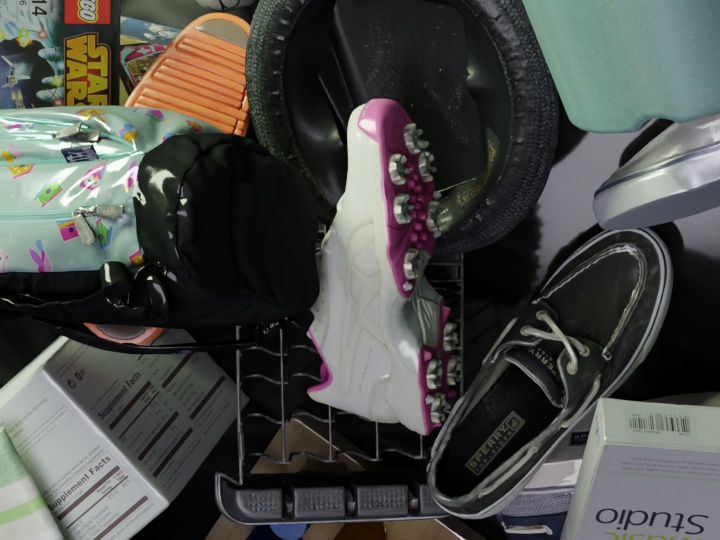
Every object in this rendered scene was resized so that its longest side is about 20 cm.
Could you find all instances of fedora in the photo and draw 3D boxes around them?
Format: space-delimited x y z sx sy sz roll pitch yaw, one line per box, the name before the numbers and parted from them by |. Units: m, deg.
fedora | 0.031 -0.111 1.519 0.200 0.092 0.201 8 119 15

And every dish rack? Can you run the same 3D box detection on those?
dish rack | -0.008 0.052 1.584 0.153 0.055 0.201 -1 94 -9

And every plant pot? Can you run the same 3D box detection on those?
plant pot | 0.152 -0.186 1.398 0.200 0.200 0.197 -11 107 21

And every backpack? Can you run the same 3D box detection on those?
backpack | -0.137 -0.026 1.465 0.199 0.167 0.127 2 78 30

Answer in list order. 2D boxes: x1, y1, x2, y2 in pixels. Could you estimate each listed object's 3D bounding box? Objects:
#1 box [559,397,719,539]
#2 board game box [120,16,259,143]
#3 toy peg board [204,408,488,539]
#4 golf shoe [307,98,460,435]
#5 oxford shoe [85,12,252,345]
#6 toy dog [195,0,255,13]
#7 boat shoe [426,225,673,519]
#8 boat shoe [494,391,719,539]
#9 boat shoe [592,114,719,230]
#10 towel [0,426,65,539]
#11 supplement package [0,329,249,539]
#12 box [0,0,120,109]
box | 0.188 0.151 1.532 0.144 0.036 0.200 4 139 -4
board game box | -0.120 -0.076 1.614 0.199 0.035 0.136 15 113 12
toy peg board | -0.021 0.229 1.659 0.199 0.098 0.200 35 115 3
golf shoe | 0.000 0.000 1.492 0.091 0.075 0.201 4 117 21
oxford shoe | -0.107 -0.053 1.566 0.071 0.073 0.201 24 95 11
toy dog | -0.109 -0.241 1.516 0.132 0.096 0.200 -37 95 26
boat shoe | 0.109 0.056 1.532 0.071 0.064 0.200 35 87 14
boat shoe | 0.170 0.131 1.585 0.199 0.075 0.093 -3 122 20
boat shoe | 0.212 -0.086 1.495 0.200 0.071 0.070 -26 72 28
towel | -0.223 0.200 1.583 0.152 0.023 0.200 -21 104 22
supplement package | -0.191 0.124 1.642 0.200 0.156 0.111 -40 96 26
box | -0.206 -0.090 1.555 0.136 0.040 0.201 0 121 -5
